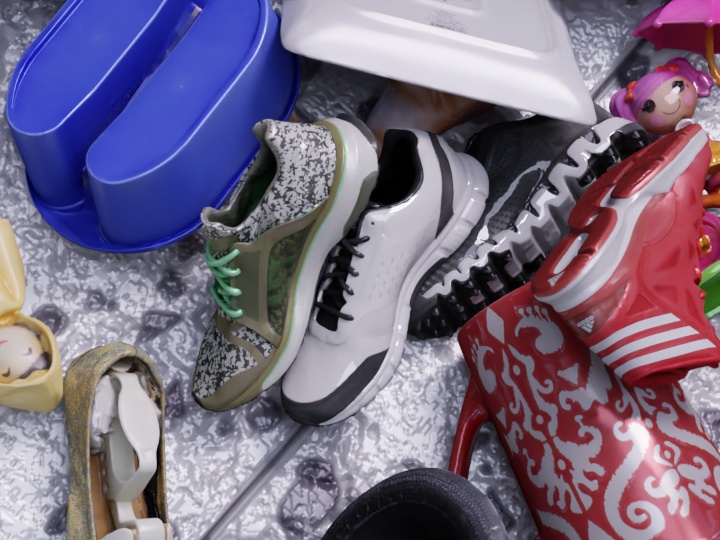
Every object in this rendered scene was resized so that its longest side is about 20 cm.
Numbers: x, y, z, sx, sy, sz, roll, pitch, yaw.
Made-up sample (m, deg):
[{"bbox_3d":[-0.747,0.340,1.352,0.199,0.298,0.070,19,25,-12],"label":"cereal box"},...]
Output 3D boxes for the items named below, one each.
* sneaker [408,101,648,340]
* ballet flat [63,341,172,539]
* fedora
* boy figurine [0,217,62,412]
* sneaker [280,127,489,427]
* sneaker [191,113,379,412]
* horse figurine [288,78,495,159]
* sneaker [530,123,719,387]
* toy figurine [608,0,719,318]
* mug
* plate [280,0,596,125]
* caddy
[{"bbox_3d":[0.087,-0.042,1.535,0.200,0.067,0.090,-44,60,-5],"label":"sneaker"},{"bbox_3d":[-0.139,0.139,1.421,0.070,0.071,0.201,-3,74,-14],"label":"ballet flat"},{"bbox_3d":[0.042,0.221,1.412,0.091,0.200,0.202,22,66,-41],"label":"fedora"},{"bbox_3d":[-0.255,0.011,1.439,0.124,0.064,0.200,-36,82,-23],"label":"boy figurine"},{"bbox_3d":[0.000,0.000,1.471,0.073,0.080,0.201,20,77,40],"label":"sneaker"},{"bbox_3d":[-0.070,-0.011,1.443,0.088,0.077,0.201,16,104,-37],"label":"sneaker"},{"bbox_3d":[0.005,-0.097,1.537,0.132,0.050,0.200,34,64,2],"label":"horse figurine"},{"bbox_3d":[0.182,0.001,1.451,0.116,0.078,0.200,53,46,-10],"label":"sneaker"},{"bbox_3d":[0.234,-0.090,1.567,0.199,0.150,0.185,-35,69,5],"label":"toy figurine"},{"bbox_3d":[0.131,0.112,1.464,0.177,0.134,0.201,-21,76,-19],"label":"mug"},{"bbox_3d":[0.048,-0.162,1.504,0.198,0.200,0.032,14,115,-8],"label":"plate"},{"bbox_3d":[-0.126,-0.105,1.481,0.141,0.105,0.200,31,72,21],"label":"caddy"}]
